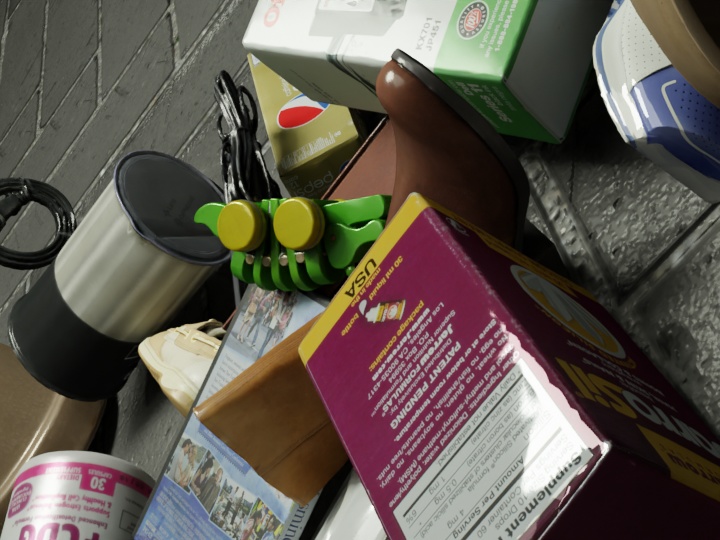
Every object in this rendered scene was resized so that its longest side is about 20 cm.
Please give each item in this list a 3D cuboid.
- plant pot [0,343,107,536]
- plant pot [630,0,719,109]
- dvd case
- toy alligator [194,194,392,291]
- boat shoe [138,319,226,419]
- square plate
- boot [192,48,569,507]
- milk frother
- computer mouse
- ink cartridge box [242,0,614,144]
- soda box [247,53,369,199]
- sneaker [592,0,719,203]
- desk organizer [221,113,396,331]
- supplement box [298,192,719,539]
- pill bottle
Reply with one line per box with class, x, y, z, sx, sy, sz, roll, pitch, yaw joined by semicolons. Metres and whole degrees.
plant pot;-0.350;0.133;1.171;0.200;0.174;0.201;-43;22;22
plant pot;0.173;-0.155;0.557;0.202;0.200;0.093;-65;23;-8
dvd case;-0.064;0.104;0.790;0.142;0.017;0.201;28;94;54
toy alligator;-0.016;-0.015;0.767;0.199;0.059;0.055;-1;91;32
boat shoe;-0.114;0.073;0.983;0.069;0.074;0.200;-40;18;-8
square plate;-0.030;0.179;0.680;0.199;0.028;0.200;-60;-2;3
boot;-0.005;0.008;0.667;0.200;0.189;0.069;-38;50;-5
milk frother;-0.224;-0.033;1.095;0.188;0.199;0.181;-47;14;30
computer mouse;-0.069;-0.029;0.934;0.201;0.052;0.139;90;171;-48
ink cartridge box;0.044;-0.168;0.777;0.199;0.083;0.148;14;79;39
soda box;-0.032;-0.108;0.982;0.064;0.068;0.201;-27;35;7
sneaker;0.184;-0.145;0.654;0.115;0.080;0.201;-34;36;44
desk organizer;0.000;0.000;0.845;0.200;0.071;0.077;-51;32;19
supplement box;0.073;0.073;0.576;0.103;0.130;0.200;-52;35;15
pill bottle;-0.210;0.241;0.933;0.113;0.113;0.201;-35;38;40
